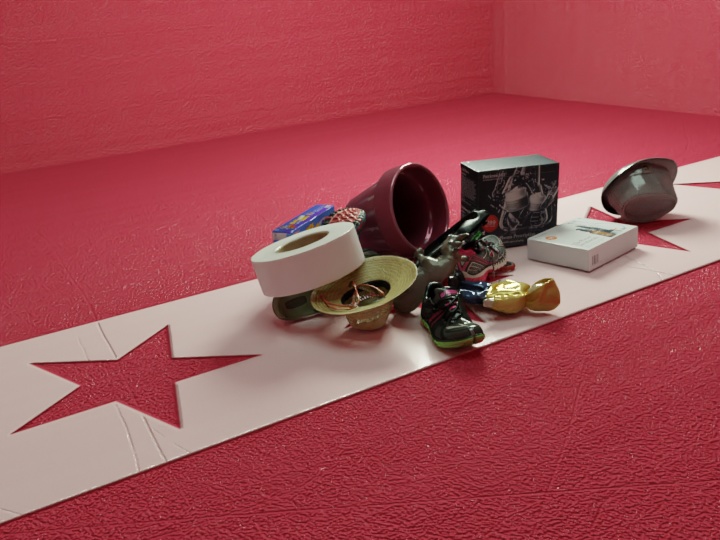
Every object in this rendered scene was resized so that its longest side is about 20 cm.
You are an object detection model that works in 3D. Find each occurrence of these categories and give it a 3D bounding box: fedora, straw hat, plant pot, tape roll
[{"bbox_3d":[0.670,-0.174,1.935,0.199,0.177,0.090,-2,48,-18],"label":"fedora"},{"bbox_3d":[0.013,0.058,1.462,0.200,0.085,0.201,-13,25,6],"label":"straw hat"},{"bbox_3d":[0.068,-0.119,1.817,0.179,0.201,0.200,-13,8,43],"label":"plant pot"},{"bbox_3d":[-0.097,-0.021,1.507,0.202,0.071,0.202,-18,14,5],"label":"tape roll"}]

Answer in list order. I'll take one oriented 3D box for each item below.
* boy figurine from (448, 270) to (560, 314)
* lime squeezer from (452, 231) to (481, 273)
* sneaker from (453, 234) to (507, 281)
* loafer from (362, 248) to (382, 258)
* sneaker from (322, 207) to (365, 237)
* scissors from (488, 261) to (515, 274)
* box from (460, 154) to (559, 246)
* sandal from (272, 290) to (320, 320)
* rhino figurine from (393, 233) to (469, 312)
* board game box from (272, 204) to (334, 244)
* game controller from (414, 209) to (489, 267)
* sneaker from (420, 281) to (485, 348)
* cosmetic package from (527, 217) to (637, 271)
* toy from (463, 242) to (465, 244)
[{"bbox_3d":[0.260,0.042,1.495,0.199,0.065,0.124,3,18,29],"label":"boy figurine"},{"bbox_3d":[0.196,-0.031,1.702,0.038,0.071,0.200,24,26,20],"label":"lime squeezer"},{"bbox_3d":[0.245,-0.033,1.657,0.080,0.075,0.200,6,22,23],"label":"sneaker"},{"bbox_3d":[0.000,0.000,1.659,0.063,0.072,0.200,11,22,22],"label":"loafer"},{"bbox_3d":[-0.048,-0.049,1.713,0.079,0.096,0.200,14,50,24],"label":"sneaker"},{"bbox_3d":[0.235,0.007,1.678,0.200,0.014,0.073,-20,27,-36],"label":"scissors"},{"bbox_3d":[0.333,-0.156,1.856,0.199,0.183,0.104,-8,20,-15],"label":"box"},{"bbox_3d":[-0.068,0.041,1.530,0.201,0.080,0.057,-26,5,-28],"label":"sandal"},{"bbox_3d":[0.127,0.002,1.518,0.200,0.060,0.087,-41,35,4],"label":"rhino figurine"},{"bbox_3d":[-0.110,-0.046,1.706,0.045,0.135,0.200,4,20,23],"label":"board game box"},{"bbox_3d":[0.178,-0.053,1.655,0.200,0.042,0.104,-41,9,50],"label":"game controller"},{"bbox_3d":[0.147,0.074,1.392,0.077,0.084,0.200,-11,20,-17],"label":"sneaker"},{"bbox_3d":[0.475,-0.060,1.762,0.200,0.052,0.151,-21,23,-41],"label":"cosmetic package"},{"bbox_3d":[0.138,-0.093,1.922,0.115,0.047,0.200,-17,22,-28],"label":"toy"}]
